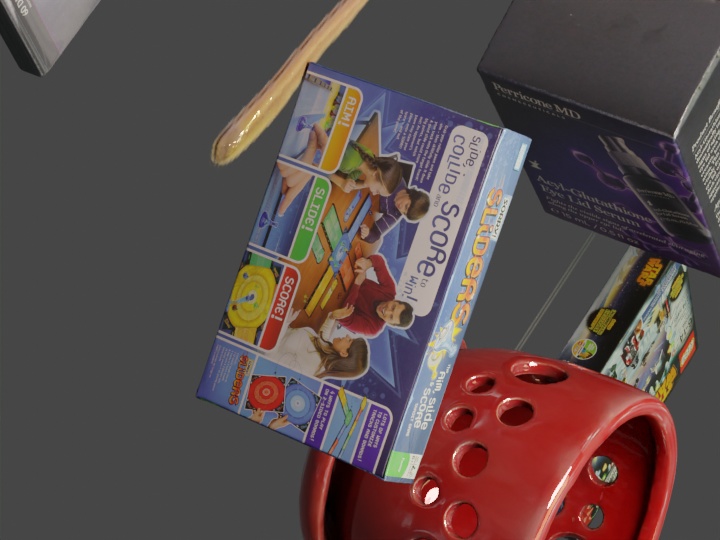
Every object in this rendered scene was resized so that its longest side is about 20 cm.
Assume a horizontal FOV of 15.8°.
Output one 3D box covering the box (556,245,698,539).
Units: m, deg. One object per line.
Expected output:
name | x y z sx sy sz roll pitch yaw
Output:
box | 0.187 0.086 1.934 0.200 0.040 0.137 -55 151 -26

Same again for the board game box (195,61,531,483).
board game box | 0.000 0.000 1.426 0.034 0.135 0.201 13 97 -59

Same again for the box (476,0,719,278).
box | 0.181 -0.102 1.676 0.105 0.148 0.200 -60 150 -16

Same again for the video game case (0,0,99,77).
video game case | -0.120 -0.208 1.192 0.200 0.019 0.143 -58 151 -23

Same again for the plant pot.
plant pot | 0.072 0.141 1.604 0.200 0.182 0.201 -41 142 -44
